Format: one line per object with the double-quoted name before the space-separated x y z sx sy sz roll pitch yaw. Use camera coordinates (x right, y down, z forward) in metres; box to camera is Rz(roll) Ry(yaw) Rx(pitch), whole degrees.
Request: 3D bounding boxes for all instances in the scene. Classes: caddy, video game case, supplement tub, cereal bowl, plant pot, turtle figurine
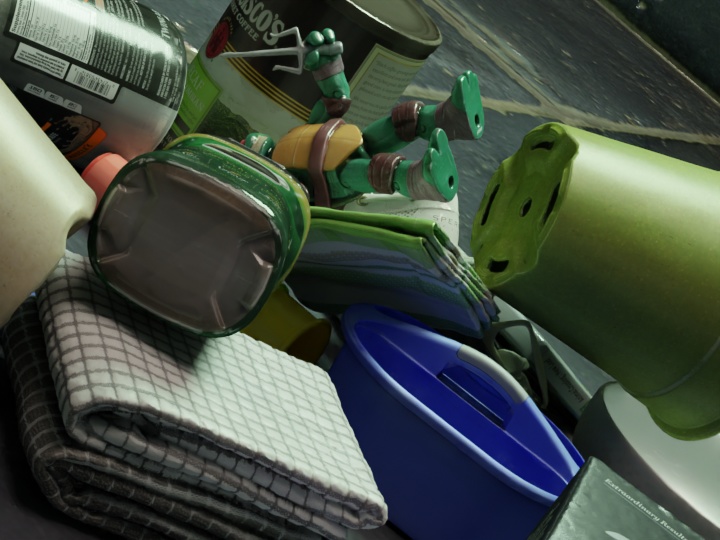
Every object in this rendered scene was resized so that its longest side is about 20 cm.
"caddy" 0.058 0.101 1.447 0.200 0.105 0.141 38 17 4
"video game case" 0.104 0.030 1.759 0.200 0.022 0.182 48 1 32
"supplement tub" -0.226 -0.149 1.521 0.199 0.123 0.123 22 22 -37
"cereal bowl" 0.229 0.174 1.621 0.199 0.083 0.200 32 19 -12
"plant pot" 0.184 -0.010 1.554 0.189 0.201 0.200 25 21 -23
"turtle figurine" -0.025 -0.084 1.488 0.101 0.199 0.151 53 43 -52
"plant pot" -0.246 -0.050 1.172 0.183 0.200 0.201 44 16 -13

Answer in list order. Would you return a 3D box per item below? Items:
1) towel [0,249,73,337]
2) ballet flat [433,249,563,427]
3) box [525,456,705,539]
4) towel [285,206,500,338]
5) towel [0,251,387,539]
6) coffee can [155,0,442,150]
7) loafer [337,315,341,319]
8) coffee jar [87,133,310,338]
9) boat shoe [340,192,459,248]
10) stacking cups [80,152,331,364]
"towel" -0.211 -0.001 1.341 0.199 0.024 0.145 28 19 -25
"ballet flat" 0.083 0.039 1.597 0.201 0.073 0.073 61 18 -4
"box" 0.138 0.219 1.257 0.148 0.105 0.200 37 27 5
"towel" 0.000 0.000 1.459 0.148 0.031 0.200 6 -14 17
"towel" -0.097 0.087 1.239 0.199 0.086 0.166 26 18 -27
"coffee can" -0.054 -0.132 1.670 0.146 0.200 0.147 32 18 -12
"loafer" 0.012 0.001 1.671 0.070 0.070 0.200 25 21 -38
"coffee jar" -0.086 -0.024 1.277 0.104 0.086 0.200 28 8 1
"boat shoe" -0.014 -0.032 1.559 0.199 0.070 0.071 2 -14 33
"stacking cups" -0.108 -0.003 1.495 0.200 0.061 0.060 40 18 24
